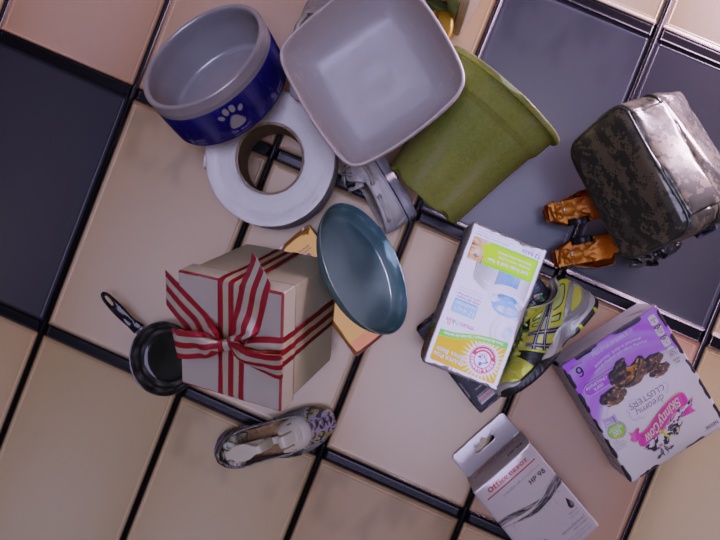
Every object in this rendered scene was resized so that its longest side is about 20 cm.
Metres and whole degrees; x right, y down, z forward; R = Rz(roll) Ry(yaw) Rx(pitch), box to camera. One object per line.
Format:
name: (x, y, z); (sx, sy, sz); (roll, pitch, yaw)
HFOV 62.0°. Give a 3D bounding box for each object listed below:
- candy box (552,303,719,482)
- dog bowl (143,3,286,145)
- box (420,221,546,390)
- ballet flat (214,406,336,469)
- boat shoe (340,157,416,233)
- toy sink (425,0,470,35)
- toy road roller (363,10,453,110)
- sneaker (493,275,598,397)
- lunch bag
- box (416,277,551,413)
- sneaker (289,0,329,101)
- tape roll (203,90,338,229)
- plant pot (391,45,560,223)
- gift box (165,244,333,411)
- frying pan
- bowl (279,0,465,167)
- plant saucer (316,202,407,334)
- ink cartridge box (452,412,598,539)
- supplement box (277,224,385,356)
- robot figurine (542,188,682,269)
candy box: (0.412, 0.180, 0.901); (0.166, 0.072, 0.202); (-32, 89, 2)
dog bowl: (-0.208, -0.282, 0.865); (0.196, 0.079, 0.204); (-12, 56, 18)
box: (0.168, 0.049, 0.847); (0.111, 0.101, 0.204); (21, 90, 3)
ballet flat: (-0.133, 0.263, 0.923); (0.196, 0.072, 0.074); (-15, 90, 2)
boat shoe: (0.004, -0.148, 0.914); (0.069, 0.071, 0.202); (-34, 96, -8)
toy sink: (0.122, -0.440, 0.842); (0.129, 0.200, 0.113); (33, 91, 1)
toy road roller: (0.063, -0.309, 0.885); (0.143, 0.123, 0.205); (-3, 90, -4)
sneaker: (0.253, 0.096, 0.866); (0.076, 0.075, 0.200); (42, 80, 7)
lunch bag: (0.411, -0.134, 0.812); (0.165, 0.139, 0.203); (-22, 79, -20)
box: (0.208, 0.090, 0.920); (0.199, 0.046, 0.160); (-39, 89, 2)
sneaker: (-0.057, -0.347, 0.882); (0.080, 0.089, 0.204); (7, 63, -5)
tape roll: (-0.134, -0.166, 0.918); (0.198, 0.071, 0.207); (0, 91, 2)
plant pot: (0.147, -0.178, 0.861); (0.200, 0.200, 0.185); (41, 102, 1)
gift box: (-0.149, 0.058, 0.825); (0.181, 0.187, 0.204); (5, 108, 21)
frying pan: (-0.341, 0.123, 0.947); (0.187, 0.031, 0.117); (23, 91, 5)
bowl: (0.019, -0.254, 0.781); (0.198, 0.075, 0.202); (-33, 85, 9)
plant saucer: (0.000, 0.000, 0.867); (0.027, 0.199, 0.203); (-27, 90, 31)
ink cartridge box: (0.245, 0.335, 0.910); (0.115, 0.067, 0.201); (-41, 89, 3)
supplement box: (-0.041, 0.029, 0.919); (0.066, 0.069, 0.201); (-37, 91, 1)
robot figurine: (0.384, -0.072, 0.907); (0.196, 0.058, 0.148); (-10, 90, 3)
